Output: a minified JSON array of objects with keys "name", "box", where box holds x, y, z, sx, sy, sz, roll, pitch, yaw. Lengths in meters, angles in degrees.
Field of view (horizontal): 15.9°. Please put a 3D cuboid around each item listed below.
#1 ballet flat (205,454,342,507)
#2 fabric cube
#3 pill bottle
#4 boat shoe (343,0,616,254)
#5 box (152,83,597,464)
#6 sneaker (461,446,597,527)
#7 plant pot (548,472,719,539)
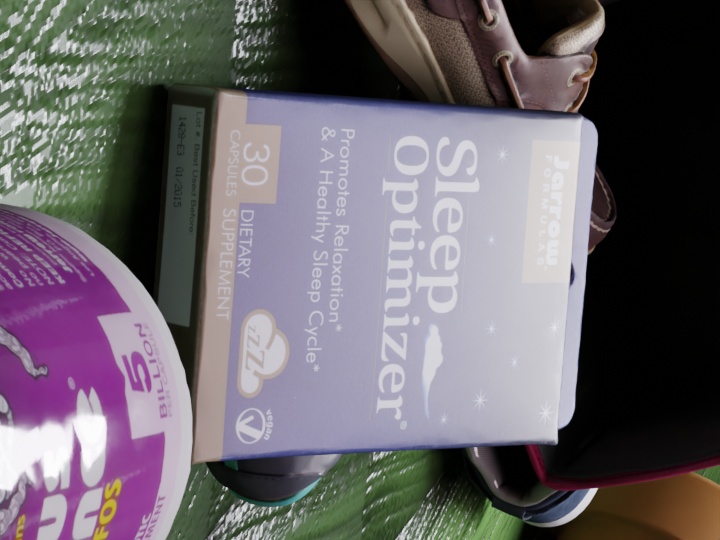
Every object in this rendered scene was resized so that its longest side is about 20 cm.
[{"name":"ballet flat","box":[0.000,0.000,0.957,0.200,0.073,0.073,-55,153,-40]},{"name":"fabric cube","box":[0.165,-0.038,1.119,0.199,0.196,0.200,-28,103,-68]},{"name":"pill bottle","box":[-0.121,0.043,0.551,0.200,0.112,0.112,-10,112,-70]},{"name":"boat shoe","box":[0.059,-0.079,0.962,0.200,0.072,0.072,53,23,-38]},{"name":"box","box":[0.017,0.001,0.893,0.200,0.032,0.121,0,96,-42]},{"name":"sneaker","box":[0.106,0.029,1.276,0.146,0.077,0.203,25,80,-74]},{"name":"plant pot","box":[0.168,0.222,1.446,0.140,0.200,0.200,-49,151,-24]}]
